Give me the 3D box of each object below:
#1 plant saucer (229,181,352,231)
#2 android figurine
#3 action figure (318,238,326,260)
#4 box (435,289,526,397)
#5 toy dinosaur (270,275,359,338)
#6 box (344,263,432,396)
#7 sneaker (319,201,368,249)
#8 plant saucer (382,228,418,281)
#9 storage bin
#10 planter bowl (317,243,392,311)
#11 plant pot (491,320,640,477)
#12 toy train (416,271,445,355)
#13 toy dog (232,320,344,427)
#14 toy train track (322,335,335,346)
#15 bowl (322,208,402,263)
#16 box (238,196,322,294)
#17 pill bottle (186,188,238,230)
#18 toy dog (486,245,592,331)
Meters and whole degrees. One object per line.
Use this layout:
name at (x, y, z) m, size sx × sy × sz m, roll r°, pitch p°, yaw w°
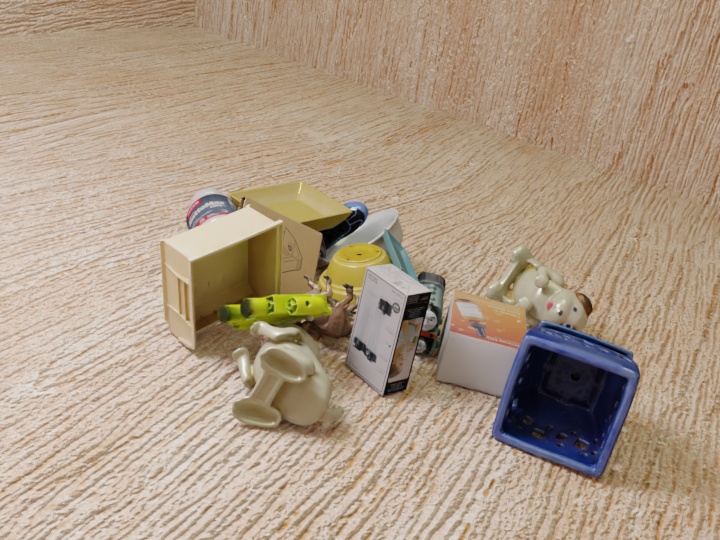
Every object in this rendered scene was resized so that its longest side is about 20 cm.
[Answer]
plant saucer at (-0.153, -0.127, 1.933) m, size 0.199 × 0.049 × 0.200 m, roll -14°, pitch 33°, yaw -37°
android figurine at (-0.138, 0.070, 1.526) m, size 0.181 × 0.041 × 0.199 m, roll -17°, pitch -14°, yaw 41°
action figure at (-0.150, -0.014, 1.882) m, size 0.129 × 0.070 × 0.200 m, roll 22°, pitch 41°, yaw 20°
box at (0.233, 0.139, 1.718) m, size 0.151 × 0.107 × 0.200 m, roll 15°, pitch 23°, yaw 2°
toy dinosaur at (-0.070, 0.086, 1.657) m, size 0.199 × 0.136 × 0.086 m, roll 21°, pitch -13°, yaw -1°
box at (0.046, 0.103, 1.575) m, size 0.060 × 0.201 × 0.116 m, roll -7°, pitch 29°, yaw -40°
sneaker at (-0.070, -0.081, 1.992) m, size 0.070 × 0.199 × 0.078 m, roll 50°, pitch 27°, yaw -22°
plant saucer at (0.081, -0.020, 1.808) m, size 0.070 × 0.019 × 0.200 m, roll 47°, pitch 12°, yaw -24°
storage bin at (-0.242, 0.013, 1.576) m, size 0.093 × 0.200 × 0.199 m, roll 31°, pitch 42°, yaw 34°
planter bowl at (0.000, 0.000, 1.796) m, size 0.199 × 0.084 × 0.201 m, roll -5°, pitch 25°, yaw 2°
plant pot at (0.358, 0.204, 1.535) m, size 0.199 × 0.201 × 0.180 m, roll 20°, pitch 18°, yaw 15°
toy train at (0.127, 0.084, 1.771) m, size 0.085 × 0.115 × 0.200 m, roll 14°, pitch 23°, yaw 3°
toy dog at (-0.111, 0.153, 1.462) m, size 0.193 × 0.140 × 0.200 m, roll 17°, pitch 21°, yaw -12°
toy train track at (-0.066, 0.085, 1.765) m, size 0.114 × 0.033 × 0.200 m, roll 9°, pitch 23°, yaw -10°
bowl at (0.021, -0.045, 1.983) m, size 0.200 × 0.091 × 0.201 m, roll -31°, pitch 17°, yaw 11°
box at (-0.169, -0.034, 1.765) m, size 0.199 × 0.165 × 0.021 m, roll 26°, pitch -24°, yaw -35°
pill bottle at (-0.314, -0.099, 1.934) m, size 0.119 × 0.120 × 0.200 m, roll 4°, pitch 25°, yaw -22°
toy dog at (0.401, 0.073, 1.941) m, size 0.194 × 0.140 × 0.200 m, roll 43°, pitch -2°, yaw -41°
